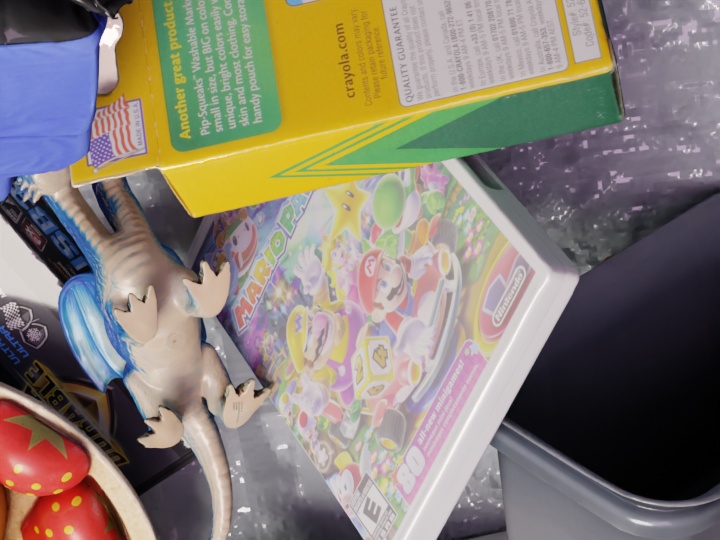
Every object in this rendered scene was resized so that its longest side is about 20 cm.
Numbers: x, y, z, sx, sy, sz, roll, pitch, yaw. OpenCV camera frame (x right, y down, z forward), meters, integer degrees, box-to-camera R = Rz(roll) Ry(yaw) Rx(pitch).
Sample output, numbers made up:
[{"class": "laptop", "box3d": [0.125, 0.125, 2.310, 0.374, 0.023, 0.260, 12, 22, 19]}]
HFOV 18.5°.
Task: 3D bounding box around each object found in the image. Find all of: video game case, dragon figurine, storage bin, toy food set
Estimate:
[{"class": "video game case", "box3d": [0.000, 0.000, 0.875, 0.018, 0.200, 0.143, 6, 122, -36]}, {"class": "dragon figurine", "box3d": [-0.088, 0.025, 0.919, 0.059, 0.099, 0.200, -25, 122, -16]}, {"class": "storage bin", "box3d": [0.135, 0.072, 0.900, 0.145, 0.200, 0.135, 31, 136, 37]}, {"class": "toy food set", "box3d": [-0.181, 0.129, 0.959, 0.197, 0.049, 0.200, 6, 122, 12]}]

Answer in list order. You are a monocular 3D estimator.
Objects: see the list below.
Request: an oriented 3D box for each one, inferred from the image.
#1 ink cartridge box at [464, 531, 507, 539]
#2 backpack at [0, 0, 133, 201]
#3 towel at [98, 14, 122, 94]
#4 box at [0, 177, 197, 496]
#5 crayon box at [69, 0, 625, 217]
[{"class": "ink cartridge box", "box3d": [0.113, 0.215, 1.020, 0.146, 0.083, 0.200, -13, 114, 11]}, {"class": "backpack", "box3d": [-0.184, -0.128, 0.783, 0.162, 0.201, 0.168, -3, 156, -20]}, {"class": "towel", "box3d": [-0.108, -0.171, 0.881, 0.200, 0.032, 0.191, -24, 112, 16]}, {"class": "box", "box3d": [-0.201, 0.049, 0.987, 0.198, 0.050, 0.200, -34, 108, 18]}, {"class": "crayon box", "box3d": [-0.012, -0.098, 0.825, 0.199, 0.126, 0.052, -12, 158, 6]}]
